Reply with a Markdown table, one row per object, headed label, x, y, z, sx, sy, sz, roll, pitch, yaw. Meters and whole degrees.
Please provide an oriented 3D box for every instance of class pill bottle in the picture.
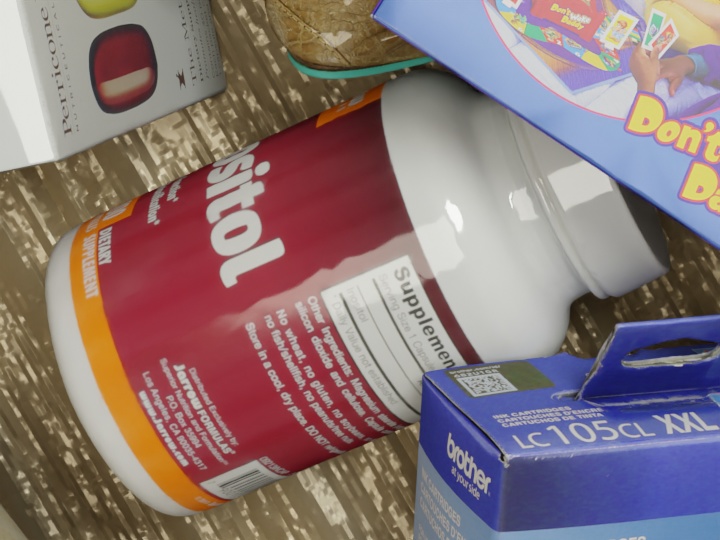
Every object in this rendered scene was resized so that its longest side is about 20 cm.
| label | x | y | z | sx | sy | sz | roll | pitch | yaw |
| --- | --- | --- | --- | --- | --- | --- | --- | --- | --- |
| pill bottle | 0.000 | 0.000 | 0.789 | 0.199 | 0.113 | 0.114 | -24 | 95 | 14 |

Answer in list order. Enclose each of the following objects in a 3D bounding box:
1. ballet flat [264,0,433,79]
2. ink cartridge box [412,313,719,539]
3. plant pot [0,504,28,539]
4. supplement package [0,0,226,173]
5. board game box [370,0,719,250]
| label | x | y | z | sx | sy | sz | roll | pitch | yaw |
| --- | --- | --- | --- | --- | --- | --- | --- | --- | --- |
| ballet flat | 0.066 | -0.112 | 0.744 | 0.199 | 0.068 | 0.073 | -7 | 126 | -10 |
| ink cartridge box | 0.088 | 0.102 | 0.752 | 0.135 | 0.076 | 0.201 | -4 | 110 | -20 |
| plant pot | -0.186 | 0.137 | 0.813 | 0.200 | 0.200 | 0.184 | -40 | 69 | 15 |
| supplement package | -0.129 | -0.092 | 0.751 | 0.109 | 0.200 | 0.115 | -10 | 99 | 13 |
| board game box | 0.123 | -0.078 | 0.666 | 0.199 | 0.045 | 0.135 | 34 | 108 | 2 |
